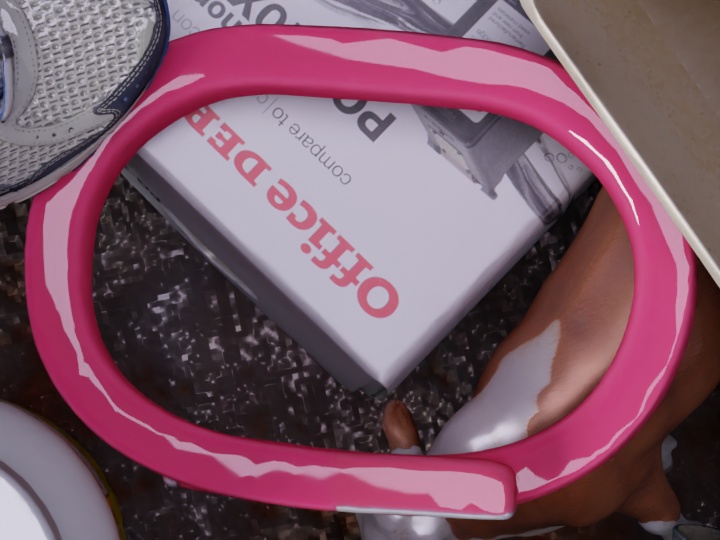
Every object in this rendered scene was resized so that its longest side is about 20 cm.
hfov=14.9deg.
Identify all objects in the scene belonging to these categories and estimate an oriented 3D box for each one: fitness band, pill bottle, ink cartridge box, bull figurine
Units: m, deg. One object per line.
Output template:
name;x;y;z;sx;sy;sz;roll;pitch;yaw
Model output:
fitness band;0.000;0.000;0.817;0.200;0.037;0.144;5;85;6
pill bottle;-0.124;0.091;0.810;0.113;0.200;0.113;0;86;-4
ink cartridge box;0.021;-0.076;0.890;0.145;0.083;0.200;44;85;0
bull figurine;0.084;0.033;0.868;0.200;0.121;0.065;-54;47;9

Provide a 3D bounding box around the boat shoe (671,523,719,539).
boat shoe;0.125;0.096;0.861;0.060;0.076;0.200;34;102;8

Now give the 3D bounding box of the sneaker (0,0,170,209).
sneaker;-0.144;-0.041;0.762;0.200;0.085;0.077;-20;95;-11

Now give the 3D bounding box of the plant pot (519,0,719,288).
plant pot;0.204;-0.075;0.755;0.177;0.200;0.200;-34;89;-39
